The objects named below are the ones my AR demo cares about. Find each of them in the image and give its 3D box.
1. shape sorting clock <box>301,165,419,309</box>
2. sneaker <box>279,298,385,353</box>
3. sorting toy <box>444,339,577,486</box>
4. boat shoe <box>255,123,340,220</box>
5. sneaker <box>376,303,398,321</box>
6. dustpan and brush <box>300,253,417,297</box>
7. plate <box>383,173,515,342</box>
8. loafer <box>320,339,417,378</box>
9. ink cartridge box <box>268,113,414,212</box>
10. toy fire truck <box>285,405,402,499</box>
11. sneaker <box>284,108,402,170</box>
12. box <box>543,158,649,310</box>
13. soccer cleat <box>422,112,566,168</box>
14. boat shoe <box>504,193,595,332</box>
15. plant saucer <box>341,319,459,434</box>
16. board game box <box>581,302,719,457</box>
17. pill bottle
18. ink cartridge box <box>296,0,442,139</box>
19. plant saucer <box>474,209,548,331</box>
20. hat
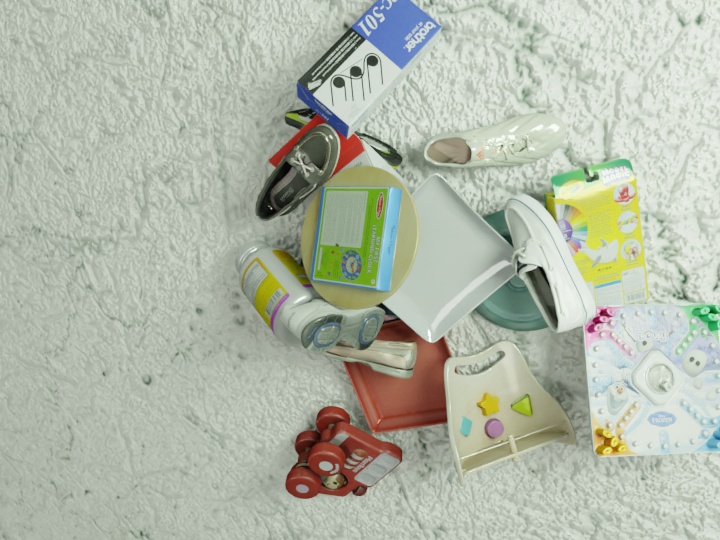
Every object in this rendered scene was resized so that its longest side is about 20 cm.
[{"bbox_3d":[-0.004,-0.046,0.792,0.199,0.039,0.202,-6,81,38],"label":"shape sorting clock"},{"bbox_3d":[-0.035,0.070,0.843,0.087,0.199,0.075,31,102,35],"label":"sneaker"},{"bbox_3d":[0.212,0.212,0.903,0.198,0.107,0.182,-16,89,-10],"label":"sorting toy"},{"bbox_3d":[-0.095,-0.133,0.829,0.067,0.057,0.200,46,138,-4],"label":"boat shoe"},{"bbox_3d":[0.028,0.062,0.956,0.198,0.071,0.082,-2,137,16],"label":"sneaker"},{"bbox_3d":[0.000,0.000,0.898,0.198,0.058,0.140,14,143,-2],"label":"dustpan and brush"},{"bbox_3d":[0.107,-0.014,0.836,0.199,0.032,0.200,40,111,-17],"label":"plate"},{"bbox_3d":[-0.002,0.121,0.942,0.198,0.072,0.063,16,97,8],"label":"loafer"},{"bbox_3d":[-0.031,-0.125,0.854,0.200,0.050,0.160,39,136,-22],"label":"ink cartridge box"},{"bbox_3d":[-0.037,0.365,1.062,0.167,0.112,0.200,31,120,-13],"label":"toy fire truck"},{"bbox_3d":[-0.037,-0.186,0.879,0.199,0.074,0.081,32,120,9],"label":"sneaker"},{"bbox_3d":[0.324,-0.046,0.782,0.116,0.048,0.202,-13,106,1],"label":"box"},{"bbox_3d":[0.184,-0.174,0.792,0.198,0.078,0.070,-4,107,22],"label":"soccer cleat"},{"bbox_3d":[0.239,-0.013,0.761,0.074,0.065,0.201,108,140,-62],"label":"boat shoe"},{"bbox_3d":[0.077,0.177,0.982,0.198,0.037,0.202,-16,102,25],"label":"plant saucer"},{"bbox_3d":[0.405,0.145,0.762,0.198,0.026,0.202,-1,82,-5],"label":"board game box"},{"bbox_3d":[-0.135,0.029,0.935,0.200,0.104,0.105,43,125,42],"label":"pill bottle"},{"bbox_3d":[0.013,-0.286,0.773,0.094,0.044,0.200,40,78,3],"label":"ink cartridge box"},{"bbox_3d":[0.243,0.006,0.859,0.198,0.036,0.202,7,111,19],"label":"plant saucer"},{"bbox_3d":[0.406,0.153,0.815,0.199,0.081,0.203,1,82,-4],"label":"hat"}]
